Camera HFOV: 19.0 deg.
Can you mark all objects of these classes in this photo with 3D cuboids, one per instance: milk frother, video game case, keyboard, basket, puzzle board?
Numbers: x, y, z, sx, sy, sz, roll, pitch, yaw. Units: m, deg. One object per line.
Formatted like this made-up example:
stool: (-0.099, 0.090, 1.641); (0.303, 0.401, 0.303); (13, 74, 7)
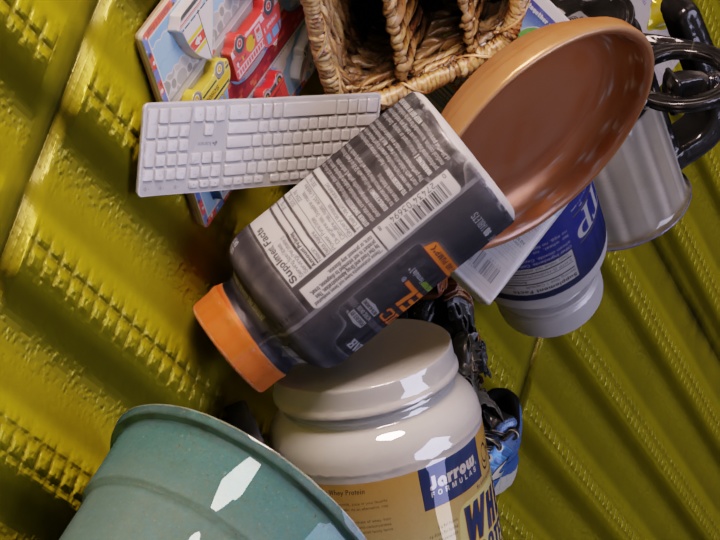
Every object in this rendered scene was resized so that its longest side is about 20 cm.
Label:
milk frother: (0.225, -0.109, 1.723); (0.201, 0.179, 0.189); (-100, 167, -54)
video game case: (0.101, -0.097, 1.561); (0.143, 0.018, 0.200); (42, 77, -14)
keyboard: (-0.060, -0.080, 1.336); (0.199, 0.011, 0.057); (-7, 114, -45)
basket: (0.040, -0.215, 1.386); (0.149, 0.142, 0.201); (-74, 158, -47)
puzzle board: (-0.070, -0.148, 1.357); (0.201, 0.017, 0.151); (-59, 148, -38)

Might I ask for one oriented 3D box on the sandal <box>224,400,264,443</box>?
sandal: (-0.070, 0.186, 1.397); (0.076, 0.043, 0.202); (142, -61, -83)

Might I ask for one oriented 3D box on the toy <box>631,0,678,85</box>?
toy: (0.209, -0.178, 1.874); (0.200, 0.047, 0.115); (-48, 130, -20)

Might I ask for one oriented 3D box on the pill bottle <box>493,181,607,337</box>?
pill bottle: (0.131, -0.041, 1.693); (0.120, 0.119, 0.200); (-65, 151, -29)

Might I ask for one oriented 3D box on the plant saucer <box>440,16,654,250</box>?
plant saucer: (0.115, -0.098, 1.478); (0.199, 0.037, 0.201); (-31, 151, -19)

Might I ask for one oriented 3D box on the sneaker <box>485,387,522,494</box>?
sneaker: (0.078, 0.151, 1.694); (0.200, 0.078, 0.090); (-50, 154, -59)

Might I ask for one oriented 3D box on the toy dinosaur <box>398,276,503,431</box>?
toy dinosaur: (0.050, 0.048, 1.624); (0.200, 0.102, 0.137); (42, 43, -41)

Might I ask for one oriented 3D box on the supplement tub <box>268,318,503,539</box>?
supplement tub: (0.018, 0.147, 1.430); (0.144, 0.143, 0.201); (-39, 123, -54)

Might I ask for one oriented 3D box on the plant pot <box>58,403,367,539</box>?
plant pot: (-0.115, 0.216, 1.214); (0.196, 0.199, 0.201); (-52, 144, -32)

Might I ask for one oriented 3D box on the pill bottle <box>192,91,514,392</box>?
pill bottle: (-0.009, -0.012, 1.350); (0.200, 0.106, 0.106); (-39, 150, 3)

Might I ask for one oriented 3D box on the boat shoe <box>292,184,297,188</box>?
boat shoe: (0.000, 0.000, 1.473); (0.074, 0.066, 0.201); (-101, 179, -51)
